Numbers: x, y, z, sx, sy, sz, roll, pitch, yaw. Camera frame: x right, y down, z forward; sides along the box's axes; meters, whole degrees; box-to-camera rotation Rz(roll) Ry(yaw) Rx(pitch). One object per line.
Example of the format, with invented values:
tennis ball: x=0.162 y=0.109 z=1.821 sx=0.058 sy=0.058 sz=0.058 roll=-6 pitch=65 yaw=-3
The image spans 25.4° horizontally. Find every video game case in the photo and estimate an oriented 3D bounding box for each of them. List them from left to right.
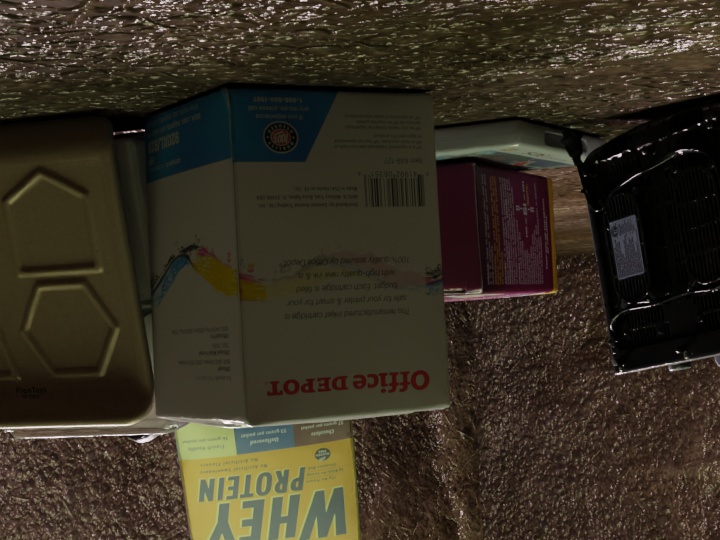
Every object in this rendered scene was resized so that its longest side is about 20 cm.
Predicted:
video game case: x=0.072 y=-0.092 z=1.273 sx=0.199 sy=0.023 sz=0.182 roll=-4 pitch=178 yaw=29

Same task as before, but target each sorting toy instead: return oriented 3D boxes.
sorting toy: x=-0.229 y=0.004 z=1.064 sx=0.184 sy=0.202 sz=0.036 roll=-3 pitch=-171 yaw=20

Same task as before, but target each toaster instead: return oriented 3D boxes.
toaster: x=0.256 y=-0.030 z=1.153 sx=0.118 sy=0.202 sz=0.180 roll=-4 pitch=171 yaw=-32

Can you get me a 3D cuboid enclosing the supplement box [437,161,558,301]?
supplement box: x=0.071 y=-0.027 z=1.312 sx=0.130 sy=0.104 sz=0.200 roll=-4 pitch=178 yaw=23

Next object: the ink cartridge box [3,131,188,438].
ink cartridge box: x=-0.186 y=0.009 z=1.114 sx=0.145 sy=0.202 sz=0.085 roll=-3 pitch=-172 yaw=23

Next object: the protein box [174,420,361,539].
protein box: x=-0.080 y=0.122 z=1.290 sx=0.134 sy=0.201 sz=0.199 roll=-7 pitch=-147 yaw=-4

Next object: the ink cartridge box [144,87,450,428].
ink cartridge box: x=-0.044 y=-0.005 z=1.019 sx=0.146 sy=0.202 sz=0.144 roll=-1 pitch=177 yaw=-30

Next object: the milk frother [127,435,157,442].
milk frother: x=-0.203 y=0.042 z=1.440 sx=0.188 sy=0.200 sz=0.180 roll=38 pitch=-179 yaw=-19
